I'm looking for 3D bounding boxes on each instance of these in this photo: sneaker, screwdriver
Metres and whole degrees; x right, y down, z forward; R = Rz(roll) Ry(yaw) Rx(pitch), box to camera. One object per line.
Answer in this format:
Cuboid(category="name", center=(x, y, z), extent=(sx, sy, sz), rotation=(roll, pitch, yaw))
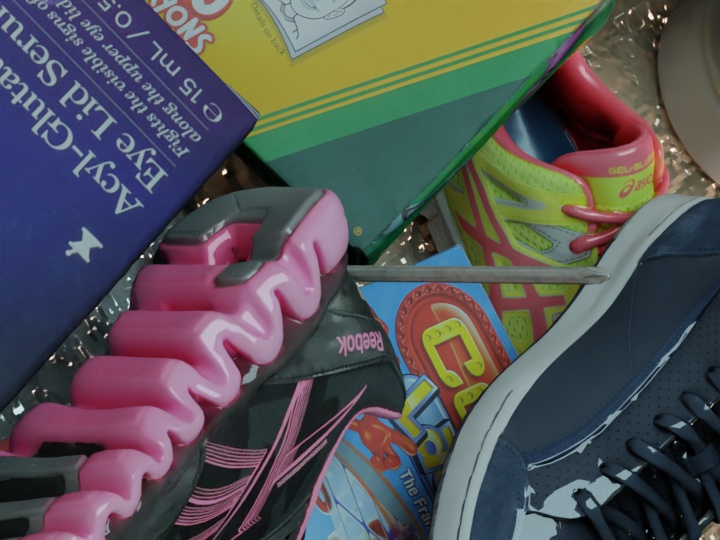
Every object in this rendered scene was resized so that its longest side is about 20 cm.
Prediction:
Cuboid(category="sneaker", center=(-0.054, 0.068, 0.831), extent=(0.200, 0.079, 0.096), rotation=(-48, 124, -28))
Cuboid(category="sneaker", center=(0.115, 0.051, 0.881), extent=(0.203, 0.146, 0.077), rotation=(-56, 130, -31))
Cuboid(category="screwdriver", center=(0.000, 0.000, 0.884), extent=(0.029, 0.200, 0.028), rotation=(14, 82, -36))
Cuboid(category="sneaker", center=(0.074, -0.009, 0.997), extent=(0.078, 0.090, 0.200), rotation=(-27, 87, -39))

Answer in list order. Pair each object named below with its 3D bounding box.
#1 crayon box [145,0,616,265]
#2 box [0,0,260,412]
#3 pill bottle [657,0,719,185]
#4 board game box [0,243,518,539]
Cuboid(category="crayon box", center=(-0.030, -0.111, 0.945), extent=(0.200, 0.058, 0.119), rotation=(43, 85, 4))
Cuboid(category="box", center=(-0.152, -0.018, 0.850), extent=(0.148, 0.104, 0.200), rotation=(44, 53, -9))
Cuboid(category="pill bottle", center=(0.203, -0.100, 1.047), extent=(0.114, 0.200, 0.114), rotation=(13, 63, -27))
Cuboid(category="board game box", center=(-0.007, 0.117, 0.911), extent=(0.195, 0.056, 0.200), rotation=(-23, 83, -37))
